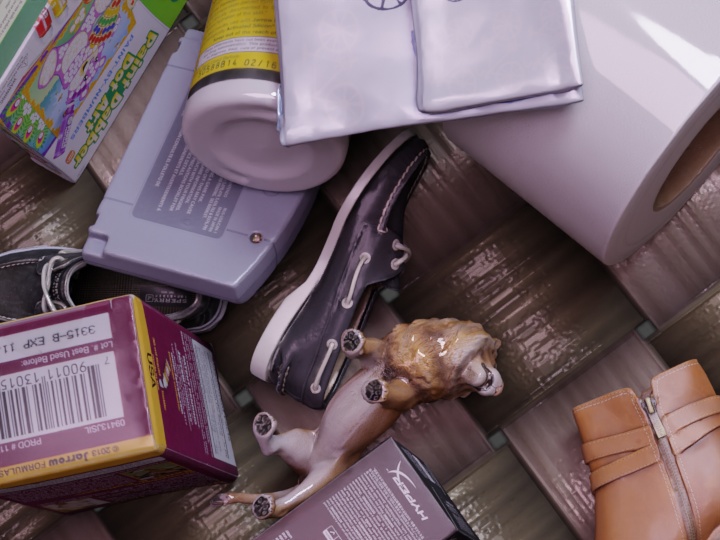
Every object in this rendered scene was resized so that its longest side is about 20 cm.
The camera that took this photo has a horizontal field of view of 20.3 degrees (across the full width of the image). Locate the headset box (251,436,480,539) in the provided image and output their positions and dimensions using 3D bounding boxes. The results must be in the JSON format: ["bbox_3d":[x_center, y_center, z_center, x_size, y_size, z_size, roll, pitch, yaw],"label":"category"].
[{"bbox_3d":[-0.028,0.201,1.286,0.200,0.149,0.075,-36,75,0],"label":"headset box"}]

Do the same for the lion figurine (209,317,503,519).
[{"bbox_3d":[-0.001,0.099,1.336,0.200,0.122,0.073,-38,69,17],"label":"lion figurine"}]

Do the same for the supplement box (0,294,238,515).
[{"bbox_3d":[-0.171,0.092,1.305,0.131,0.200,0.103,-13,76,7],"label":"supplement box"}]

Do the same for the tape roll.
[{"bbox_3d":[0.169,-0.122,1.288,0.139,0.203,0.203,41,88,15],"label":"tape roll"}]

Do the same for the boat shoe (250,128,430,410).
[{"bbox_3d":[0.000,0.000,1.360,0.060,0.074,0.200,31,89,14],"label":"boat shoe"}]

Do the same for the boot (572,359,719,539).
[{"bbox_3d":[0.170,0.158,1.294,0.200,0.077,0.156,-26,77,1],"label":"boot"}]

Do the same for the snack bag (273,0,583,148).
[{"bbox_3d":[0.032,-0.180,1.221,0.200,0.021,0.189,-7,82,19],"label":"snack bag"}]

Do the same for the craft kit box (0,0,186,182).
[{"bbox_3d":[-0.188,-0.174,1.364,0.048,0.198,0.200,30,86,11],"label":"craft kit box"}]

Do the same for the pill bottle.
[{"bbox_3d":[-0.048,-0.163,1.347,0.111,0.111,0.200,4,59,11],"label":"pill bottle"}]

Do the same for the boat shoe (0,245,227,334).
[{"bbox_3d":[-0.194,0.012,1.392,0.200,0.071,0.072,-3,78,9],"label":"boat shoe"}]

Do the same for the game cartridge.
[{"bbox_3d":[-0.094,-0.072,1.380,0.133,0.041,0.200,13,60,16],"label":"game cartridge"}]
